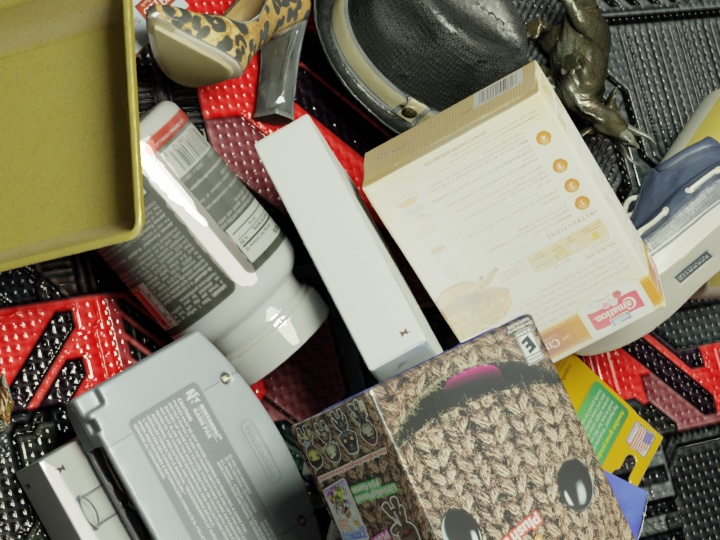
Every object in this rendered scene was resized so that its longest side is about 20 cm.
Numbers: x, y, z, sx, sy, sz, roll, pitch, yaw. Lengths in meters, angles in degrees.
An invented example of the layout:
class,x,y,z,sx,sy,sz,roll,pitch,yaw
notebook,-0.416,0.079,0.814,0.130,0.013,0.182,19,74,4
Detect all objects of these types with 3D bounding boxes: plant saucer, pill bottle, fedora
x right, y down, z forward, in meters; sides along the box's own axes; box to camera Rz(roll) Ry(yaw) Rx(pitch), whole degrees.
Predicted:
class,x,y,z,sx,sy,sz,roll,pitch,yaw
plant saucer,-0.230,-0.095,1.524,0.048,0.199,0.201,20,61,-59
pill bottle,-0.121,-0.016,1.590,0.200,0.116,0.116,51,56,-9
fedora,0.064,-0.195,1.731,0.200,0.092,0.202,19,53,-27

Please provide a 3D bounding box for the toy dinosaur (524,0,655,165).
class,x,y,z,sx,sy,sz,roll,pitch,yaw
toy dinosaur,0.188,-0.190,1.877,0.102,0.077,0.201,29,48,-51

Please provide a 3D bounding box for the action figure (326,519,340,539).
class,x,y,z,sx,sy,sz,roll,pitch,yaw
action figure,0.036,0.227,1.549,0.200,0.193,0.105,42,90,9

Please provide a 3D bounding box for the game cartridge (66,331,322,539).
class,x,y,z,sx,sy,sz,roll,pitch,yaw
game cartridge,-0.110,0.152,1.532,0.133,0.040,0.201,-29,92,-32

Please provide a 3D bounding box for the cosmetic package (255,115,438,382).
class,x,y,z,sx,sy,sz,roll,pitch,yaw
cosmetic package,0.000,0.000,1.613,0.051,0.151,0.201,-28,68,1

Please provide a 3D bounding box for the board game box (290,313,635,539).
class,x,y,z,sx,sy,sz,roll,pitch,yaw
board game box,0.075,0.156,1.441,0.159,0.097,0.201,-24,87,-38

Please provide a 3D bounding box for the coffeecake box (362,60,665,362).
class,x,y,z,sx,sy,sz,roll,pitch,yaw
coffeecake box,0.117,-0.031,1.630,0.201,0.153,0.073,57,15,-20

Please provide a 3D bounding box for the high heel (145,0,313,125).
class,x,y,z,sx,sy,sz,roll,pitch,yaw
high heel,-0.104,-0.210,1.663,0.200,0.071,0.144,29,62,-56

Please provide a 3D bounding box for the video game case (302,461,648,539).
class,x,y,z,sx,sy,sz,roll,pitch,yaw
video game case,0.084,0.163,1.621,0.199,0.181,0.046,27,63,-22

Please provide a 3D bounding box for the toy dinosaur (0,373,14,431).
class,x,y,z,sx,sy,sz,roll,pitch,yaw
toy dinosaur,-0.319,0.047,1.467,0.200,0.102,0.136,43,48,-7

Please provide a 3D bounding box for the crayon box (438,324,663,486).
class,x,y,z,sx,sy,sz,roll,pitch,yaw
crayon box,0.140,0.124,1.748,0.200,0.052,0.126,42,57,-13

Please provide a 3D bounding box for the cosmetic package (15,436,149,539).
class,x,y,z,sx,sy,sz,roll,pitch,yaw
cosmetic package,-0.135,0.195,1.554,0.150,0.052,0.201,-30,92,-33

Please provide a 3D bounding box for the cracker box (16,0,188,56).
class,x,y,z,sx,sy,sz,roll,pitch,yaw
cracker box,-0.244,-0.229,1.616,0.200,0.058,0.134,49,56,-9

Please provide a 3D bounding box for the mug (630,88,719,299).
class,x,y,z,sx,sy,sz,roll,pitch,yaw
mug,0.311,-0.066,1.851,0.149,0.187,0.153,34,62,25

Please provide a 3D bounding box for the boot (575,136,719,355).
class,x,y,z,sx,sy,sz,roll,pitch,yaw
boot,0.236,-0.019,1.759,0.073,0.200,0.091,44,13,-49
